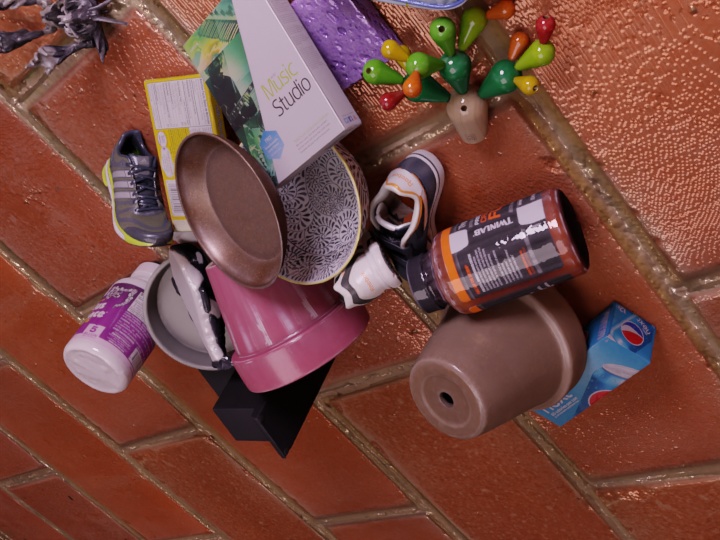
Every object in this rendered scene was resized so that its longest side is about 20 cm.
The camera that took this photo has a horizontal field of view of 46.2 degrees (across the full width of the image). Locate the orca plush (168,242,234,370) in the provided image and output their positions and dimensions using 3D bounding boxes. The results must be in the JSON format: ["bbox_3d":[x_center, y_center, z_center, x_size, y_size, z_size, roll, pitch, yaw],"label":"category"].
[{"bbox_3d":[-0.208,0.045,1.219,0.105,0.071,0.201,-9,107,62],"label":"orca plush"}]

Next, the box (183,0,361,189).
[{"bbox_3d":[-0.102,-0.208,0.937,0.144,0.036,0.201,-32,88,42],"label":"box"}]

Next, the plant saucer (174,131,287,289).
[{"bbox_3d":[-0.148,-0.075,1.008,0.200,0.037,0.201,31,136,34],"label":"plant saucer"}]

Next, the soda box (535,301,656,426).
[{"bbox_3d":[0.299,0.129,1.120,0.068,0.064,0.200,31,140,-4],"label":"soda box"}]

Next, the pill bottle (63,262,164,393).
[{"bbox_3d":[-0.364,0.083,1.322,0.112,0.200,0.113,14,137,14],"label":"pill bottle"}]

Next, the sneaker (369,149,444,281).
[{"bbox_3d":[0.051,-0.051,1.046,0.078,0.079,0.201,30,141,28],"label":"sneaker"}]

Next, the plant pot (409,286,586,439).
[{"bbox_3d":[0.154,0.115,1.057,0.200,0.174,0.201,25,131,33],"label":"plant pot"}]

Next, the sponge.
[{"bbox_3d":[-0.059,-0.245,0.954,0.200,0.030,0.112,-22,118,43],"label":"sponge"}]

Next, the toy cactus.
[{"bbox_3d":[0.108,-0.190,0.876,0.199,0.103,0.165,-13,145,12],"label":"toy cactus"}]

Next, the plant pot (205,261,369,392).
[{"bbox_3d":[-0.114,0.040,1.168,0.200,0.200,0.179,-21,105,41],"label":"plant pot"}]

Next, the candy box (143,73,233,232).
[{"bbox_3d":[-0.213,-0.148,1.081,0.102,0.026,0.201,1,109,26],"label":"candy box"}]

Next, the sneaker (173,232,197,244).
[{"bbox_3d":[-0.191,-0.075,1.169,0.080,0.077,0.200,38,139,-21],"label":"sneaker"}]

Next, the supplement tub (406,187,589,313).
[{"bbox_3d":[0.155,-0.014,0.983,0.199,0.107,0.107,-21,122,22],"label":"supplement tub"}]

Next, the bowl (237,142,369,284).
[{"bbox_3d":[-0.057,-0.092,1.040,0.200,0.094,0.202,14,116,32],"label":"bowl"}]

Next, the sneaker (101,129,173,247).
[{"bbox_3d":[-0.297,-0.109,1.125,0.200,0.074,0.081,57,139,34],"label":"sneaker"}]

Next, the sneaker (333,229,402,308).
[{"bbox_3d":[0.000,0.000,1.066,0.080,0.200,0.074,-34,93,3],"label":"sneaker"}]

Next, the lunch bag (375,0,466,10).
[{"bbox_3d":[0.022,-0.331,0.782,0.199,0.083,0.161,14,137,15],"label":"lunch bag"}]

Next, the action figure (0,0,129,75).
[{"bbox_3d":[-0.381,-0.299,1.017,0.199,0.102,0.119,4,122,27],"label":"action figure"}]

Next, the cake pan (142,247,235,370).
[{"bbox_3d":[-0.227,0.054,1.280,0.199,0.037,0.201,0,112,-1],"label":"cake pan"}]

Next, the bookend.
[{"bbox_3d":[-0.173,0.184,1.325,0.198,0.200,0.092,-7,129,32],"label":"bookend"}]
